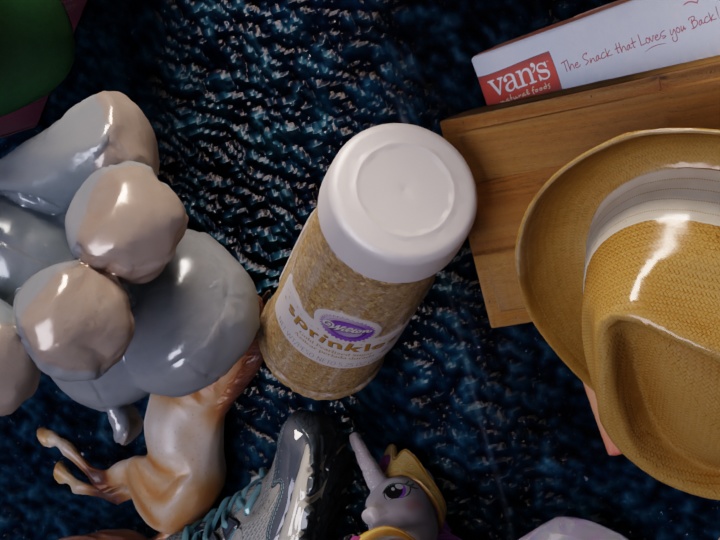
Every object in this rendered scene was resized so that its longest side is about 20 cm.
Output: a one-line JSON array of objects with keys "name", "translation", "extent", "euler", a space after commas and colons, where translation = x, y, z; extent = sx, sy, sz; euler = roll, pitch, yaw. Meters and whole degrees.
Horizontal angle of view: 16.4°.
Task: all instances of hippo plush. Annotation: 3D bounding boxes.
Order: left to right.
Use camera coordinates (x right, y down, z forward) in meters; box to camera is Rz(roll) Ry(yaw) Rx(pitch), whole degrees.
[{"name": "hippo plush", "translation": [-0.139, 0.028, 1.211], "extent": [0.200, 0.161, 0.159], "euler": [-19, 49, 24]}]

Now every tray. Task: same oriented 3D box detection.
[{"name": "tray", "translation": [0.138, -0.039, 1.089], "extent": [0.200, 0.037, 0.099], "euler": [-11, 98, 31]}]

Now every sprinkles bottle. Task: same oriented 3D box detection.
[{"name": "sprinkles bottle", "translation": [0.000, 0.000, 1.175], "extent": [0.068, 0.068, 0.200], "euler": [51, 158, 10]}]

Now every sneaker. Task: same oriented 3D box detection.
[{"name": "sneaker", "translation": [-0.066, 0.154, 1.298], "extent": [0.086, 0.078, 0.200], "euler": [23, 118, 10]}]

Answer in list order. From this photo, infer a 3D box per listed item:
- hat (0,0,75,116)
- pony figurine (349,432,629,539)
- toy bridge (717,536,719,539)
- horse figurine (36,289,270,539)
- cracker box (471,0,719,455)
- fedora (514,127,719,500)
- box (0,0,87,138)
[{"name": "hat", "translation": [-0.158, -0.116, 1.225], "extent": [0.200, 0.176, 0.166], "euler": [33, 112, 46]}, {"name": "pony figurine", "translation": [0.046, 0.176, 1.203], "extent": [0.193, 0.200, 0.167], "euler": [41, 115, -3]}, {"name": "toy bridge", "translation": [0.158, 0.173, 1.141], "extent": [0.200, 0.067, 0.027], "euler": [99, 156, -49]}, {"name": "horse figurine", "translation": [-0.112, 0.082, 1.336], "extent": [0.133, 0.050, 0.200], "euler": [21, 108, 28]}, {"name": "cracker box", "translation": [0.149, -0.028, 1.140], "extent": [0.134, 0.058, 0.200], "euler": [-17, 95, 32]}, {"name": "fedora", "translation": [0.150, 0.034, 1.038], "extent": [0.201, 0.082, 0.201], "euler": [12, 135, 13]}, {"name": "box", "translation": [-0.228, -0.194, 1.304], "extent": [0.176, 0.097, 0.200], "euler": [36, 120, 19]}]
